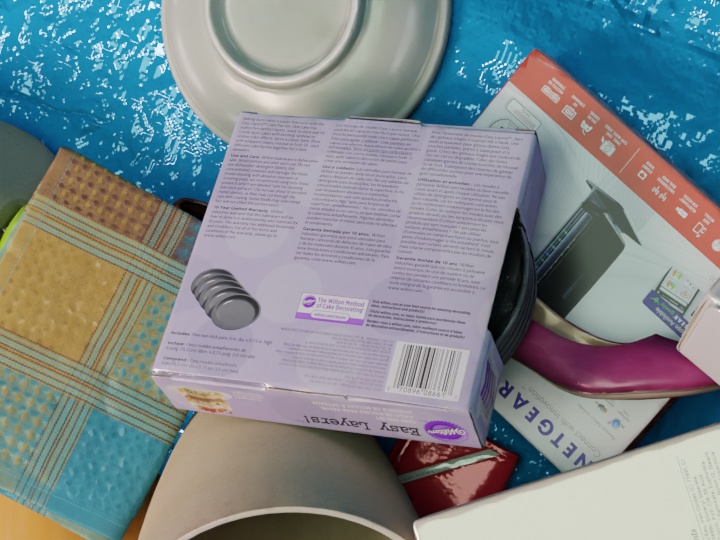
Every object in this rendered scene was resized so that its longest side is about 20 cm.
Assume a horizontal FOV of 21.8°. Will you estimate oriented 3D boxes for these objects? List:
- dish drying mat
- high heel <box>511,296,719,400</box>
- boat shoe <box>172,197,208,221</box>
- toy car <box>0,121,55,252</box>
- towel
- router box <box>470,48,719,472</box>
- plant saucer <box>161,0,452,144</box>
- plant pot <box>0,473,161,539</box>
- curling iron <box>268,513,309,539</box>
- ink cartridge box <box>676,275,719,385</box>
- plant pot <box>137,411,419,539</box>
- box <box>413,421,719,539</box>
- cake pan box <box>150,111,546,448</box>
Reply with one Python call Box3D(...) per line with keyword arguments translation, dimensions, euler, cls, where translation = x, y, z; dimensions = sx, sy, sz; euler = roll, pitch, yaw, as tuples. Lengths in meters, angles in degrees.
Box3D(translation=(0.021, 0.186, 1.161), dimensions=(0.076, 0.018, 0.201), euler=(28, 88, 13), cls="dish drying mat")
Box3D(translation=(0.119, 0.024, 1.072), dimensions=(0.198, 0.067, 0.097), euler=(2, 88, 16), cls="high heel")
Box3D(translation=(-0.049, 0.014, 1.160), dimensions=(0.199, 0.070, 0.071), euler=(22, 109, 26), cls="boat shoe")
Box3D(translation=(-0.278, 0.006, 1.221), dimensions=(0.163, 0.158, 0.201), euler=(28, 110, 6), cls="toy car")
Box3D(translation=(-0.164, 0.046, 1.114), dimensions=(0.146, 0.022, 0.201), euler=(28, 80, -7), cls="towel")
Box3D(translation=(0.126, 0.000, 1.128), dimensions=(0.200, 0.049, 0.180), euler=(42, 102, 14), cls="router box")
Box3D(translation=(-0.042, -0.168, 1.185), dimensions=(0.198, 0.050, 0.202), euler=(0, 91, 18), cls="plant saucer")
Box3D(translation=(-0.178, 0.223, 1.167), dimensions=(0.198, 0.200, 0.185), euler=(-11, 71, 18), cls="plant pot")
Box3D(translation=(-0.003, 0.245, 1.183), dimensions=(0.049, 0.026, 0.201), euler=(-33, 79, 9), cls="curling iron")
Box3D(translation=(0.289, 0.007, 1.011), dimensions=(0.145, 0.084, 0.200), euler=(41, 70, 13), cls="ink cartridge box")
Box3D(translation=(-0.048, 0.147, 1.100), dimensions=(0.185, 0.201, 0.189), euler=(-3, 124, -4), cls="plant pot")
Box3D(translation=(0.135, 0.137, 0.969), dimensions=(0.198, 0.068, 0.083), euler=(-18, 84, 15), cls="box")
Box3D(translation=(0.000, 0.000, 1.064), dimensions=(0.198, 0.052, 0.186), euler=(4, 61, 18), cls="cake pan box")
